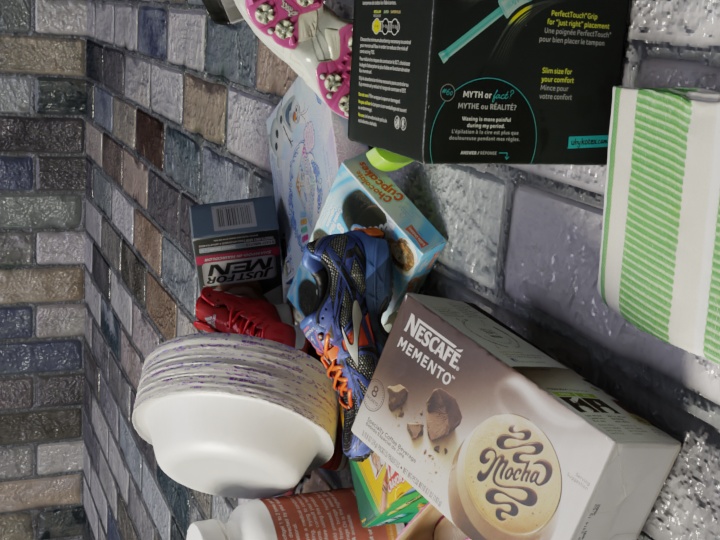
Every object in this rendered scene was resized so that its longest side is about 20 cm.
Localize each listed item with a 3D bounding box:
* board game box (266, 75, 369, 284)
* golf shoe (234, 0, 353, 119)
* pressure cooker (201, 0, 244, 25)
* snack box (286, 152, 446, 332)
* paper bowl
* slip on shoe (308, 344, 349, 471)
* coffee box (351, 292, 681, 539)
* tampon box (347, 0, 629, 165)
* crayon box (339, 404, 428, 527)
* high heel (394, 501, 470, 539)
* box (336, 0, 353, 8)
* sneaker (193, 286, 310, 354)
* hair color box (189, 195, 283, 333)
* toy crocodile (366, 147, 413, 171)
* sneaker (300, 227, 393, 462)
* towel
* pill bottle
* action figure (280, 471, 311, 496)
[{"bbox_3d":[-0.046,-0.109,1.119,0.199,0.043,0.203,144,121,-64],"label":"board game box"},{"bbox_3d":[-0.047,-0.218,0.963,0.075,0.200,0.091,-48,42,-3],"label":"golf shoe"},{"bbox_3d":[-0.080,-0.348,1.011,0.179,0.197,0.178,-106,-3,-80],"label":"pressure cooker"},{"bbox_3d":[0.000,0.000,0.978,0.116,0.037,0.201,48,141,20],"label":"snack box"},{"bbox_3d":[-0.121,0.151,0.997,0.201,0.198,0.106,129,153,-56],"label":"paper bowl"},{"bbox_3d":[-0.041,0.115,1.106,0.074,0.060,0.204,-173,83,-68],"label":"slip on shoe"},{"bbox_3d":[0.095,0.110,0.686,0.199,0.079,0.114,36,110,45],"label":"coffee box"},{"bbox_3d":[0.084,-0.179,0.684,0.126,0.148,0.204,-151,62,-62],"label":"tampon box"},{"bbox_3d":[0.048,0.137,0.902,0.200,0.057,0.120,125,138,-55],"label":"crayon box"},{"bbox_3d":[0.089,0.161,0.763,0.201,0.094,0.068,115,145,-46],"label":"high heel"},{"bbox_3d":[-0.036,-0.345,0.827,0.122,0.196,0.204,-4,76,55],"label":"box"},{"bbox_3d":[-0.124,0.074,1.112,0.200,0.114,0.080,-147,72,-74],"label":"sneaker"},{"bbox_3d":[-0.142,0.011,1.217,0.202,0.097,0.061,91,169,-45],"label":"hair color box"},{"bbox_3d":[0.034,-0.189,0.906,0.067,0.061,0.204,-167,77,-65],"label":"toy crocodile"},{"bbox_3d":[-0.014,0.061,0.876,0.075,0.077,0.203,135,133,-61],"label":"sneaker"},{"bbox_3d":[0.203,-0.025,0.579,0.200,0.023,0.155,-154,64,-62],"label":"towel"},{"bbox_3d":[-0.062,0.272,0.992,0.112,0.197,0.114,179,90,-66],"label":"pill bottle"},{"bbox_3d":[-0.089,0.287,1.141,0.134,0.146,0.203,-116,19,-54],"label":"action figure"}]
